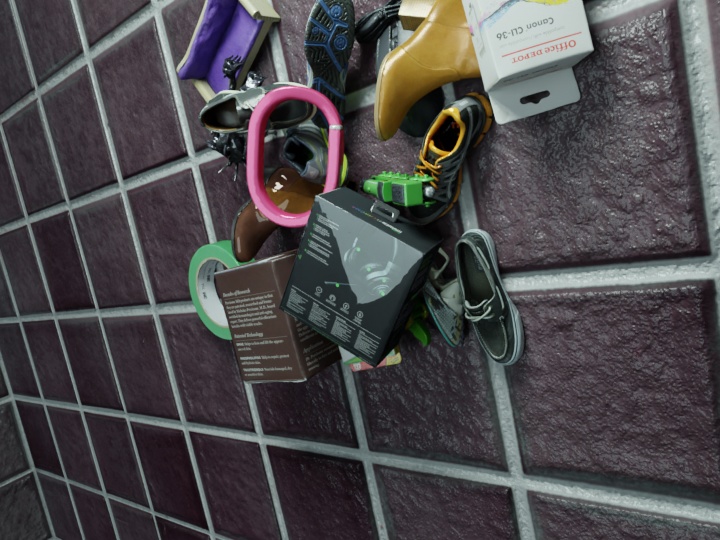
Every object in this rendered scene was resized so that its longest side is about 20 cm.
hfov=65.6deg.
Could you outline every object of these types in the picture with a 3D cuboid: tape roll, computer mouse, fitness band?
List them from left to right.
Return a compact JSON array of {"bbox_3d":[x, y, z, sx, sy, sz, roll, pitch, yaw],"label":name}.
[{"bbox_3d":[-0.280,0.041,1.169,0.198,0.048,0.204,13,112,35],"label":"tape roll"},{"bbox_3d":[-0.097,-0.164,0.819,0.141,0.037,0.203,8,106,7],"label":"fitness band"},{"bbox_3d":[0.054,-0.289,0.799,0.137,0.052,0.203,-15,93,40],"label":"computer mouse"}]

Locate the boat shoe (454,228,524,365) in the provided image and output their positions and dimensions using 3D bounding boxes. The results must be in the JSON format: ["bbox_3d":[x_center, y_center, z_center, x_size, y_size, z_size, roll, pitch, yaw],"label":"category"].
[{"bbox_3d":[0.171,0.044,0.792,0.071,0.071,0.203,-18,93,40],"label":"boat shoe"}]

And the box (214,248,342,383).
[{"bbox_3d":[-0.121,0.071,0.972,0.163,0.165,0.203,-11,96,40],"label":"box"}]

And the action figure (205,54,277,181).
[{"bbox_3d":[-0.206,-0.261,0.983,0.118,0.102,0.202,31,133,12],"label":"action figure"}]

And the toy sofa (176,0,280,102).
[{"bbox_3d":[-0.233,-0.387,0.971,0.083,0.097,0.200,51,127,15],"label":"toy sofa"}]

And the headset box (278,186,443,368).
[{"bbox_3d":[0.000,0.000,0.795,0.173,0.093,0.202,28,115,16],"label":"headset box"}]

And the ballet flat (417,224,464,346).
[{"bbox_3d":[0.114,0.016,0.835,0.072,0.072,0.202,-37,81,39],"label":"ballet flat"}]

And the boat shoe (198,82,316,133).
[{"bbox_3d":[-0.159,-0.243,0.860,0.197,0.068,0.073,3,122,25],"label":"boat shoe"}]

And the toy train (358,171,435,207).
[{"bbox_3d":[0.047,-0.116,0.794,0.200,0.056,0.042,-148,50,-69],"label":"toy train"}]

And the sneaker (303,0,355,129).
[{"bbox_3d":[-0.053,-0.322,0.840,0.078,0.074,0.202,-103,20,-50],"label":"sneaker"}]

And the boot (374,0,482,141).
[{"bbox_3d":[0.104,-0.257,0.717,0.142,0.071,0.204,14,90,18],"label":"boot"}]

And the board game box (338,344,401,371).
[{"bbox_3d":[-0.005,0.061,0.886,0.094,0.030,0.203,-15,97,25],"label":"board game box"}]

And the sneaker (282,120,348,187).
[{"bbox_3d":[-0.093,-0.211,0.905,0.074,0.080,0.201,-56,51,28],"label":"sneaker"}]

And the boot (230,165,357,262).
[{"bbox_3d":[-0.114,-0.081,0.955,0.198,0.069,0.190,18,73,32],"label":"boot"}]

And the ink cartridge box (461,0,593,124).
[{"bbox_3d":[0.191,-0.286,0.645,0.115,0.068,0.203,-17,94,1],"label":"ink cartridge box"}]

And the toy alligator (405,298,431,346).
[{"bbox_3d":[0.055,0.028,0.887,0.054,0.059,0.202,-24,88,40],"label":"toy alligator"}]

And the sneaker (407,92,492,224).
[{"bbox_3d":[0.108,-0.152,0.781,0.078,0.077,0.202,36,125,22],"label":"sneaker"}]
